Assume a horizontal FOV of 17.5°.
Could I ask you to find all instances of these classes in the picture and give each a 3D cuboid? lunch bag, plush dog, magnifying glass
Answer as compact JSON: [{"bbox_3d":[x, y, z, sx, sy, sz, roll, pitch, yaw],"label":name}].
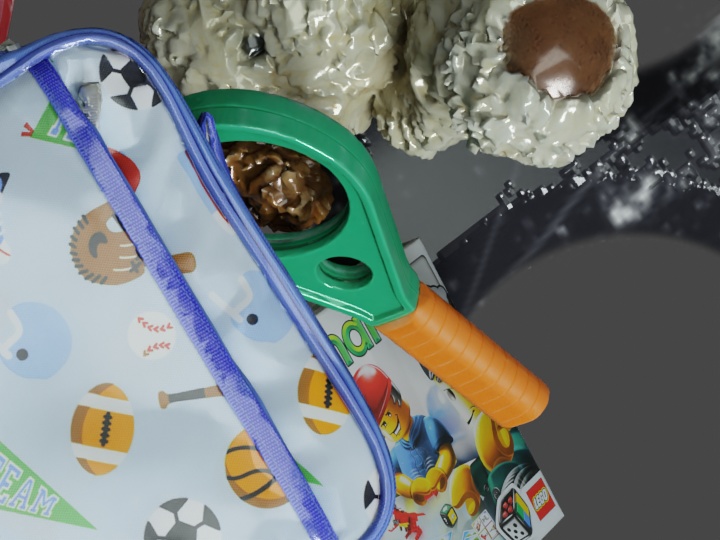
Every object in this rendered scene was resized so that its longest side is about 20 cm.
[{"bbox_3d":[-0.089,0.028,0.718,0.160,0.076,0.200,-31,94,-15],"label":"lunch bag"},{"bbox_3d":[0.002,-0.102,0.864,0.171,0.161,0.200,-11,71,1],"label":"plush dog"},{"bbox_3d":[0.000,0.000,0.824,0.200,0.080,0.022,41,42,-36],"label":"magnifying glass"}]

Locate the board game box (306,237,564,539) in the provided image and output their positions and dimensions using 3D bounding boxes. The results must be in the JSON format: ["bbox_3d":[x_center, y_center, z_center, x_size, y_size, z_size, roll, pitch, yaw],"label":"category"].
[{"bbox_3d":[-0.011,0.085,0.846,0.200,0.035,0.126,-38,102,-49],"label":"board game box"}]

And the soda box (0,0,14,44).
[{"bbox_3d":[-0.170,-0.043,0.836,0.063,0.070,0.200,13,90,-19],"label":"soda box"}]
